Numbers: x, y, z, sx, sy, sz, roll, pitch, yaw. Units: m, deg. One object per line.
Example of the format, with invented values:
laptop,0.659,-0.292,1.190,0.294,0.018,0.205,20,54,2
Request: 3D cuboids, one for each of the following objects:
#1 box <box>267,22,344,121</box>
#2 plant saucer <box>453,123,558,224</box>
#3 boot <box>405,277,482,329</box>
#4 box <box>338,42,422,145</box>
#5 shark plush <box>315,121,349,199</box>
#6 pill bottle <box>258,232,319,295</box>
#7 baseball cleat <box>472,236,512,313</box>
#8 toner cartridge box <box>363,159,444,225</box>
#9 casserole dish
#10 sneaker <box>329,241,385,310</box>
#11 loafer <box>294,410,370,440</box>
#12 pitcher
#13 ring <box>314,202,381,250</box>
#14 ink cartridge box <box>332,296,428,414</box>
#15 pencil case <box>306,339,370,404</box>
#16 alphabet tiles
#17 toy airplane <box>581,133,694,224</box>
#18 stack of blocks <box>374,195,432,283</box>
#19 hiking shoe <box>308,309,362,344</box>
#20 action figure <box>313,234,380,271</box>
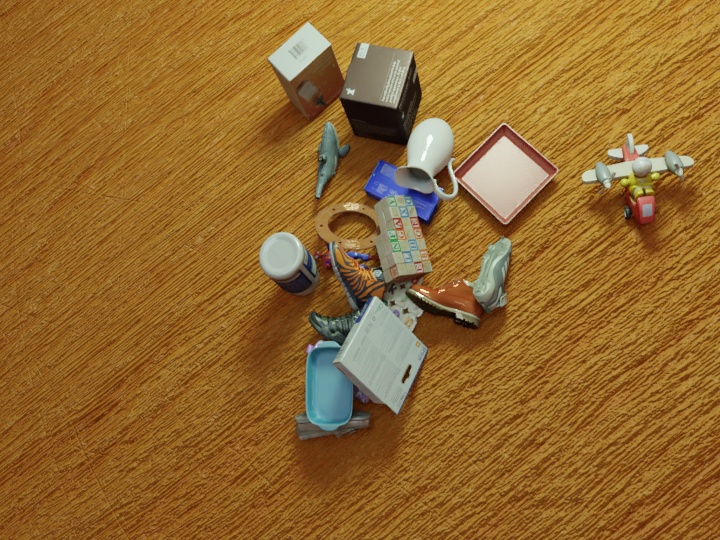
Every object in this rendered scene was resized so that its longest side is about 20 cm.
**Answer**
box,-0.141,-0.543,1.745,0.152,0.200,0.107,-43,68,-3
plant saucer,0.371,-0.245,1.630,0.200,0.037,0.200,-43,70,-3
boot,0.210,0.060,1.555,0.195,0.075,0.110,20,75,1
box,0.058,-0.463,1.677,0.160,0.200,0.170,15,78,16
shark plush,-0.105,-0.297,1.727,0.089,0.083,0.204,20,79,17
pill bottle,-0.173,-0.008,1.597,0.112,0.200,0.119,-4,71,11
baseball cleat,0.332,0.017,1.552,0.069,0.107,0.202,-3,42,45
toner cartridge box,0.116,-0.207,1.673,0.197,0.043,0.096,29,81,18
casserole dish,-0.069,0.271,1.494,0.118,0.039,0.206,-3,81,16
sneaker,0.000,0.000,1.558,0.109,0.203,0.078,-19,34,12
loafer,-0.066,0.379,1.538,0.194,0.072,0.065,-5,91,18
pitcher,0.192,-0.282,1.629,0.169,0.122,0.203,29,57,-6
ring,-0.022,-0.111,1.635,0.194,0.020,0.203,4,39,-3
ink cartridge box,0.051,0.202,1.498,0.200,0.043,0.198,45,54,-19
pencil case,-0.040,0.248,1.554,0.197,0.085,0.086,28,94,20
alphabet tiles,0.068,0.075,1.616,0.197,0.015,0.199,29,84,19
toy airplane,0.660,-0.238,1.507,0.198,0.141,0.201,39,85,20
stack of blocks,0.095,-0.079,1.568,0.058,0.113,0.205,-29,71,51
hiking shoe,-0.034,0.138,1.588,0.196,0.076,0.103,26,88,8
action figure,-0.045,-0.038,1.625,0.195,0.099,0.067,7,73,27
